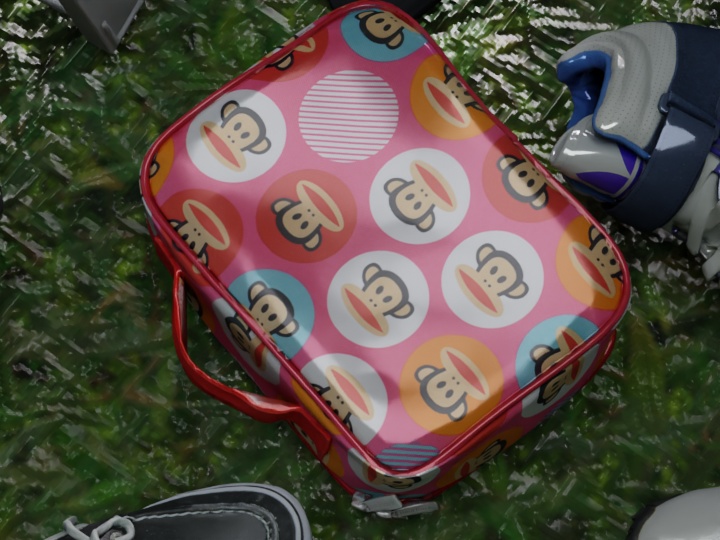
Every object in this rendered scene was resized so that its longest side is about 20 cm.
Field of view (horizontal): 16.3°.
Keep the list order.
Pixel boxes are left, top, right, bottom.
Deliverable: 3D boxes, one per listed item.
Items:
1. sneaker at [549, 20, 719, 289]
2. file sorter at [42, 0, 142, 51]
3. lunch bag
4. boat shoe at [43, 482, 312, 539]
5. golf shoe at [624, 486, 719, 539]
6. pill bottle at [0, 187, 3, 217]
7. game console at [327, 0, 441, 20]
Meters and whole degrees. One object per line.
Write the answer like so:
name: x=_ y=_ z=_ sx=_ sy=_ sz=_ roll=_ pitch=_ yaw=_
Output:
sneaker: x=0.150 y=-0.019 z=1.086 sx=0.146 sy=0.081 sz=0.201 roll=0 pitch=59 yaw=-24
file sorter: x=-0.144 y=-0.210 z=1.088 sx=0.124 sy=0.200 sz=0.139 roll=28 pitch=82 yaw=13
lunch bag: x=0.000 y=0.000 z=1.092 sx=0.176 sy=0.082 sz=0.200 roll=-36 pitch=75 yaw=-13
boat shoe: x=-0.113 y=0.136 z=1.044 sx=0.198 sy=0.068 sz=0.074 roll=-17 pitch=71 yaw=-8
golf shoe: x=0.210 y=0.125 z=1.047 sx=0.199 sy=0.095 sz=0.078 roll=10 pitch=71 yaw=4
pill bottle: x=-0.221 y=0.046 z=1.052 sx=0.111 sy=0.112 sz=0.201 roll=8 pitch=69 yaw=1
game console: x=0.035 y=-0.226 z=1.147 sx=0.200 sy=0.031 sz=0.178 roll=-35 pitch=68 yaw=28
